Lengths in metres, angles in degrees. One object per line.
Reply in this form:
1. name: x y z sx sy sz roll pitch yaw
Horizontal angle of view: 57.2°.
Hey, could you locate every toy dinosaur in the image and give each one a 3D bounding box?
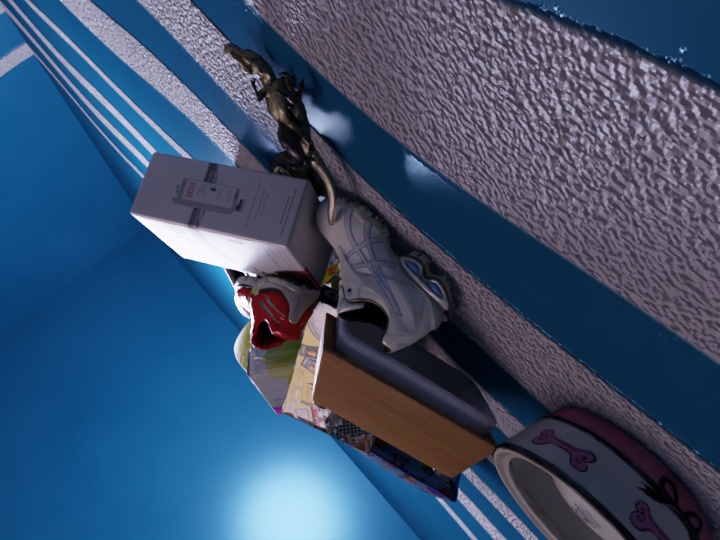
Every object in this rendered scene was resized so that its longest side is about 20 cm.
1. toy dinosaur: -0.062 -0.133 0.622 0.202 0.047 0.088 62 175 -11

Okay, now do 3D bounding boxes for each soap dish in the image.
1. soap dish: 0.038 0.125 0.705 0.198 0.082 0.157 30 -173 -7

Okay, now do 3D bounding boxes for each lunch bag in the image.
1. lunch bag: 0.043 0.265 0.995 0.198 0.095 0.151 20 166 -8

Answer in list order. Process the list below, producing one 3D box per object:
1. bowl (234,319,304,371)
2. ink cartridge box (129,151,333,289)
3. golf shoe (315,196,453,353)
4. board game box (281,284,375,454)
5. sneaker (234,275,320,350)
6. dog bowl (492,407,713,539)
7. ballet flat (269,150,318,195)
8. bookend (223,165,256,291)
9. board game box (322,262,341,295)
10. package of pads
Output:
1. bowl: -0.137 0.131 1.288 0.200 0.199 0.109 39 118 36
2. ink cartridge box: -0.143 -0.056 0.777 0.197 0.084 0.147 12 163 16
3. golf shoe: 0.000 0.000 0.673 0.200 0.097 0.079 41 163 34
4. board game box: -0.017 0.132 0.852 0.134 0.035 0.202 24 123 8
5. sneaker: -0.119 0.055 0.817 0.076 0.086 0.199 21 167 -21
6. dog bowl: 0.214 0.209 0.584 0.200 0.074 0.201 45 164 17
7. ballet flat: -0.096 -0.094 0.818 0.068 0.046 0.200 51 164 -4
8. bookend: -0.156 -0.033 0.981 0.200 0.091 0.201 30 147 59
9. board game box: 0.019 0.083 0.893 0.201 0.047 0.101 55 164 -12
10. package of pads: -0.080 0.175 1.125 0.155 0.197 0.069 69 -166 -49
